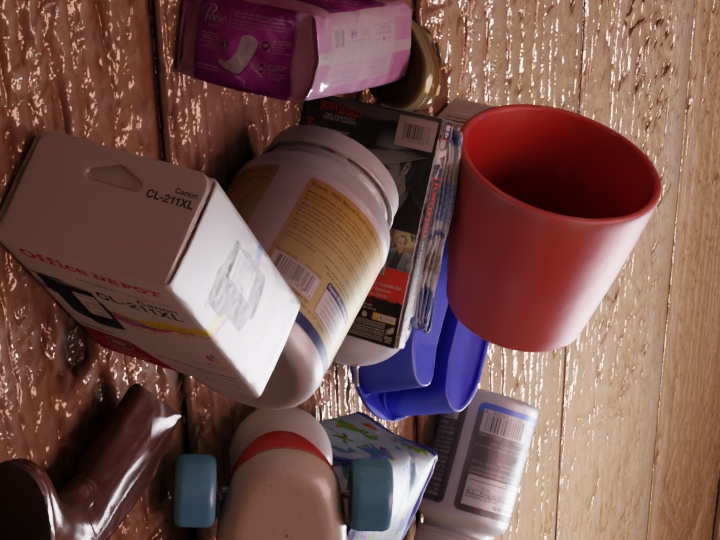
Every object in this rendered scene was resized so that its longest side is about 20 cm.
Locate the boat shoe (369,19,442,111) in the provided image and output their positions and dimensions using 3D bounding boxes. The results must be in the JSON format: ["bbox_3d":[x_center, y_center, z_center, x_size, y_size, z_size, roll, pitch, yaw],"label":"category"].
[{"bbox_3d":[0.041,-0.183,1.630,0.074,0.063,0.201,-68,-158,12],"label":"boat shoe"}]

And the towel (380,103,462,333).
[{"bbox_3d":[0.042,-0.055,1.786,0.024,0.147,0.202,1,106,-29],"label":"towel"}]

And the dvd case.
[{"bbox_3d":[-0.004,-0.046,1.635,0.022,0.145,0.202,3,99,-60],"label":"dvd case"}]

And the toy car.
[{"bbox_3d":[-0.071,0.196,1.648,0.200,0.182,0.179,-97,-170,-64],"label":"toy car"}]

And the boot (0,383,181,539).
[{"bbox_3d":[-0.197,0.139,1.370,0.200,0.064,0.187,-53,162,-39],"label":"boot"}]

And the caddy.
[{"bbox_3d":[0.056,0.055,1.906,0.141,0.104,0.202,38,59,-44],"label":"caddy"}]

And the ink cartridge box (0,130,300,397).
[{"bbox_3d":[-0.145,-0.002,1.306,0.083,0.144,0.200,-66,156,-18],"label":"ink cartridge box"}]

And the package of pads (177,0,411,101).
[{"bbox_3d":[-0.047,-0.184,1.478,0.200,0.119,0.077,-25,125,-64],"label":"package of pads"}]

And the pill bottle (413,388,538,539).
[{"bbox_3d":[0.130,0.242,2.188,0.114,0.113,0.202,30,76,-68],"label":"pill bottle"}]

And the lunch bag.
[{"bbox_3d":[-0.027,0.252,1.798,0.170,0.127,0.202,1,114,-64],"label":"lunch bag"}]

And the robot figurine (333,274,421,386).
[{"bbox_3d":[0.000,0.000,1.712,0.170,0.112,0.202,-137,-124,-74],"label":"robot figurine"}]

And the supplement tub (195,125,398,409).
[{"bbox_3d":[-0.062,-0.005,1.516,0.145,0.143,0.201,77,34,-49],"label":"supplement tub"}]

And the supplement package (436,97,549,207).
[{"bbox_3d":[0.144,-0.058,1.984,0.111,0.154,0.202,-46,143,-49],"label":"supplement package"}]

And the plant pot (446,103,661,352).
[{"bbox_3d":[0.170,-0.033,1.798,0.200,0.199,0.179,-46,156,-52],"label":"plant pot"}]
